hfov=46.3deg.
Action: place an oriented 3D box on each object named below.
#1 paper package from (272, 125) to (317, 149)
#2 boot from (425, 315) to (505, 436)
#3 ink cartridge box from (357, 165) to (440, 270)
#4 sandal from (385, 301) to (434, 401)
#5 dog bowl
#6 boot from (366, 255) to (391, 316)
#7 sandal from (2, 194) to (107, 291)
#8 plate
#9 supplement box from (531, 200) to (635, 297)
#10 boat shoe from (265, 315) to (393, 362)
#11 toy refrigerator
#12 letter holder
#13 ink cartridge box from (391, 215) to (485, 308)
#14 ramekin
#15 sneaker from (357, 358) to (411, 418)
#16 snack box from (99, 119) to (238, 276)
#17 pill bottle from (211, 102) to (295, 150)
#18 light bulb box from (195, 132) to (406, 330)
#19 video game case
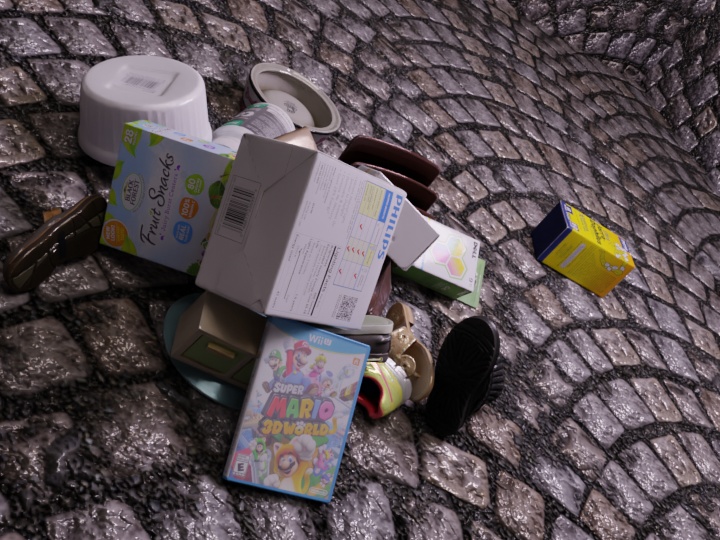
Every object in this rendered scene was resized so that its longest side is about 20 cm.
[{"bbox_3d":[-0.131,-0.090,1.243,0.200,0.103,0.191,-33,103,-49],"label":"paper package"},{"bbox_3d":[0.178,0.138,1.275,0.079,0.212,0.158,35,34,23],"label":"boot"},{"bbox_3d":[0.036,-0.091,1.378,0.148,0.086,0.200,45,1,-13],"label":"ink cartridge box"},{"bbox_3d":[0.050,0.114,1.289,0.069,0.078,0.212,28,25,-25],"label":"sandal"},{"bbox_3d":[-0.140,-0.307,1.620,0.200,0.074,0.201,27,34,-20],"label":"dog bowl"},{"bbox_3d":[0.000,0.000,1.331,0.200,0.064,0.187,-66,145,-54],"label":"boot"},{"bbox_3d":[-0.385,-0.042,1.060,0.054,0.082,0.200,21,37,13],"label":"sandal"},{"bbox_3d":[-0.168,0.100,1.132,0.200,0.026,0.201,26,35,-20],"label":"plate"},{"bbox_3d":[0.504,-0.048,1.917,0.199,0.110,0.109,28,34,-18],"label":"supplement box"},{"bbox_3d":[-0.056,0.095,1.139,0.200,0.061,0.072,2,13,-9],"label":"boat shoe"},{"bbox_3d":[-0.130,0.109,1.063,0.200,0.076,0.070,30,42,-25],"label":"toy refrigerator"},{"bbox_3d":[0.051,-0.146,1.548,0.199,0.142,0.101,17,38,-31],"label":"letter holder"},{"bbox_3d":[0.160,-0.016,1.537,0.199,0.059,0.104,23,63,-24],"label":"ink cartridge box"},{"bbox_3d":[-0.323,-0.243,1.261,0.199,0.098,0.201,5,37,-4],"label":"ramekin"},{"bbox_3d":[-0.016,0.130,1.201,0.200,0.078,0.090,42,36,5],"label":"sneaker"},{"bbox_3d":[-0.226,-0.087,1.112,0.199,0.169,0.068,18,16,6],"label":"snack box"},{"bbox_3d":[-0.190,-0.197,1.396,0.113,0.113,0.200,37,31,-3],"label":"pill bottle"},{"bbox_3d":[-0.069,-0.043,1.050,0.124,0.199,0.200,21,2,34],"label":"light bulb box"},{"bbox_3d":[-0.074,0.169,1.028,0.143,0.018,0.201,21,78,-26],"label":"video game case"}]
